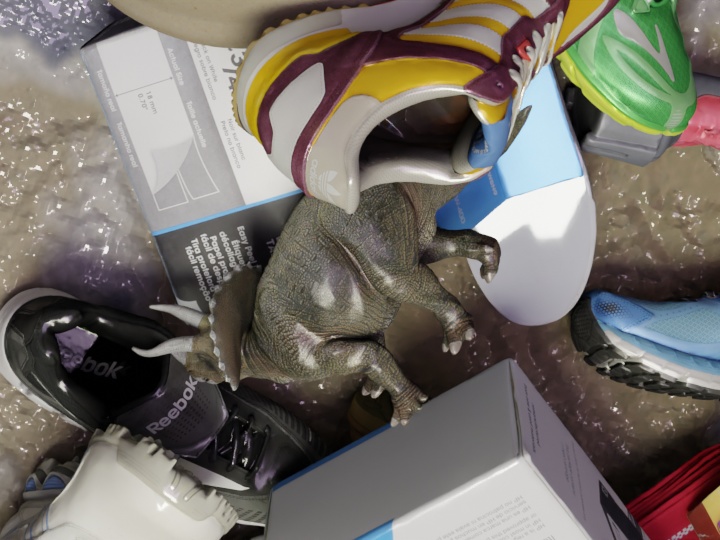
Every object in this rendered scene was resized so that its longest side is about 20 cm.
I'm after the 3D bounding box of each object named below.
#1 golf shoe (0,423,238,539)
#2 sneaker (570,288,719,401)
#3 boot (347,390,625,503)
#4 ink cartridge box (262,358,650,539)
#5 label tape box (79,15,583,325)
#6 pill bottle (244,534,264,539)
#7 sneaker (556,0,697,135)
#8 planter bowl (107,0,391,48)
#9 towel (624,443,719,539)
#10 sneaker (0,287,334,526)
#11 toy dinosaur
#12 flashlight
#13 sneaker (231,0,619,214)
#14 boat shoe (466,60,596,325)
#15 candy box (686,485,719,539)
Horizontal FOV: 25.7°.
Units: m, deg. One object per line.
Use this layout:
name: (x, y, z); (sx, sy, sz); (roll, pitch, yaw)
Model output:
golf shoe: (-0.124, 0.134, 0.733); (0.078, 0.200, 0.097); (39, 61, -10)
sneaker: (0.206, 0.026, 0.853); (0.199, 0.078, 0.090); (7, 85, -17)
boot: (0.035, 0.182, 0.852); (0.175, 0.066, 0.200); (24, 100, -16)
ink cartridge box: (0.068, 0.164, 0.760); (0.145, 0.084, 0.200); (-31, 115, 17)
label tape box: (-0.011, -0.074, 0.741); (0.199, 0.063, 0.145); (-16, 106, 13)
pill bottle: (-0.117, 0.218, 0.805); (0.199, 0.111, 0.112); (-20, 108, -6)
sneaker: (0.127, -0.162, 0.739); (0.074, 0.083, 0.201); (-10, 89, -41)
planter bowl: (-0.051, -0.210, 0.644); (0.199, 0.135, 0.201); (-2, 73, 5)
towel: (0.177, 0.203, 0.881); (0.144, 0.022, 0.200); (-31, 121, -14)
sneaker: (-0.088, 0.072, 0.771); (0.200, 0.090, 0.067); (32, 77, -12)
toy dinosaur: (0.000, 0.000, 0.687); (0.102, 0.077, 0.200); (38, 105, -19)
flashlight: (0.206, -0.064, 0.820); (0.199, 0.068, 0.068); (10, 106, -15)
sneaker: (0.050, -0.082, 0.661); (0.200, 0.090, 0.075); (-28, 142, -20)
boat shoe: (0.077, -0.073, 0.793); (0.068, 0.057, 0.201); (-9, 107, 11)
candy box: (0.285, 0.150, 0.836); (0.199, 0.117, 0.057); (-8, 149, -28)
